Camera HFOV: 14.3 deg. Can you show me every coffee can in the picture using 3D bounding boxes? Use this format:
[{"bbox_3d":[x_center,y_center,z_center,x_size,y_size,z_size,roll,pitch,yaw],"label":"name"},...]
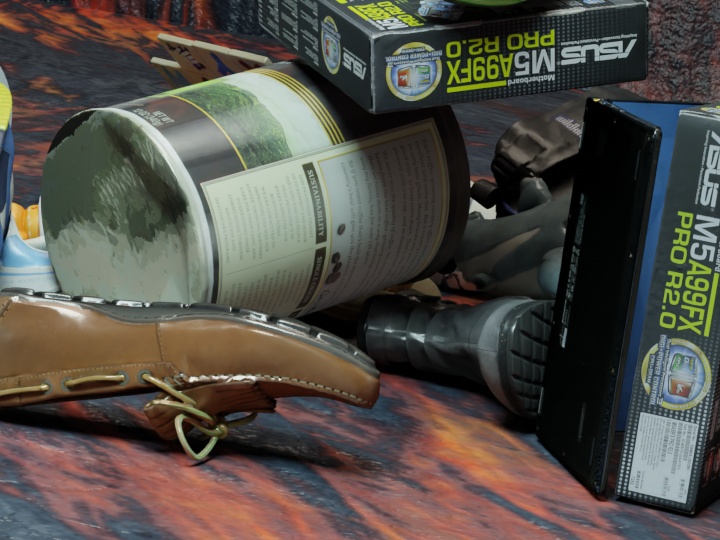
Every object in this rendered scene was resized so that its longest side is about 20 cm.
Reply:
[{"bbox_3d":[-0.058,-0.040,1.621,0.200,0.147,0.146,-18,25,-39],"label":"coffee can"}]

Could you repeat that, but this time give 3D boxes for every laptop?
[{"bbox_3d":[0.166,0.009,1.520,0.116,0.188,0.200,6,9,-11],"label":"laptop"}]

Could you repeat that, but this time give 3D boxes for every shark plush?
[{"bbox_3d":[0.105,-0.023,1.718,0.091,0.084,0.200,10,-4,-41],"label":"shark plush"}]

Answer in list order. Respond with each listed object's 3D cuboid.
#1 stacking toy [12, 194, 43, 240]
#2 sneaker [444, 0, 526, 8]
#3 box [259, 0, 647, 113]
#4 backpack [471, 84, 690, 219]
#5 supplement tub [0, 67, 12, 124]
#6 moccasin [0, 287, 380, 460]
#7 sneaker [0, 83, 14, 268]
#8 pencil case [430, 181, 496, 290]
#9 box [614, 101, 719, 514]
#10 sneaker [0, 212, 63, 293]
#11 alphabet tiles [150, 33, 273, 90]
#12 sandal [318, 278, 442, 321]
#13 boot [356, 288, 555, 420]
[{"bbox_3d":[-0.161,-0.029,1.790,0.199,0.110,0.116,-4,28,-2],"label":"stacking toy"},{"bbox_3d":[0.074,-0.183,1.542,0.084,0.077,0.200,-27,9,35],"label":"sneaker"},{"bbox_3d":[0.047,-0.142,1.594,0.160,0.044,0.200,-9,21,-18],"label":"box"},{"bbox_3d":[0.189,-0.028,1.817,0.200,0.154,0.191,17,38,17],"label":"backpack"},{"bbox_3d":[-0.341,-0.123,1.997,0.145,0.146,0.200,2,11,-35],"label":"supplement tub"},{"bbox_3d":[-0.091,0.054,1.410,0.201,0.078,0.074,5,-6,1],"label":"moccasin"},{"bbox_3d":[-0.227,-0.017,1.571,0.074,0.082,0.200,9,46,2],"label":"sneaker"},{"bbox_3d":[0.133,-0.013,1.965,0.199,0.078,0.089,12,6,17],"label":"pencil case"},{"bbox_3d":[0.188,0.013,1.485,0.044,0.201,0.160,12,9,20],"label":"box"},{"bbox_3d":[-0.133,-0.001,1.681,0.200,0.073,0.072,5,8,-30],"label":"sneaker"},{"bbox_3d":[-0.045,-0.080,1.822,0.166,0.006,0.200,16,-24,42],"label":"alphabet tiles"},{"bbox_3d":[0.000,0.000,1.824,0.080,0.054,0.200,15,4,23],"label":"sandal"},{"bbox_3d":[0.056,0.044,1.635,0.131,0.070,0.200,8,-2,15],"label":"boot"}]
